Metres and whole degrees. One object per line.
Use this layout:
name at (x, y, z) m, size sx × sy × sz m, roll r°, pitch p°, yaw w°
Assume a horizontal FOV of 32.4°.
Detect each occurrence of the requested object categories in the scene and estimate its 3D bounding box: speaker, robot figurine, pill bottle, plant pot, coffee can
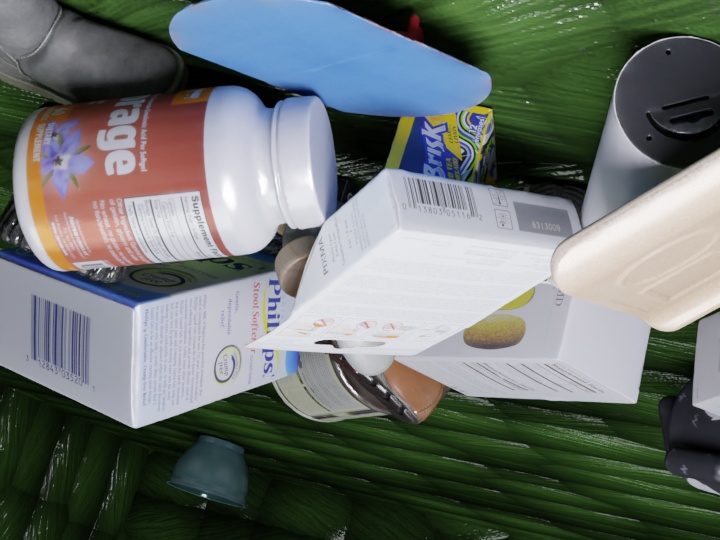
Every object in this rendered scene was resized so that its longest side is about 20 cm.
speaker at (0.182, -0.060, 0.754) m, size 0.080 × 0.082 × 0.200 m, roll 14°, pitch 164°, yaw 9°
robot figurine at (0.376, 0.158, 1.185) m, size 0.125 × 0.151 × 0.199 m, roll 39°, pitch 165°, yaw -25°
pill bottle at (-0.120, -0.063, 0.828) m, size 0.197 × 0.114 × 0.112 m, roll -5°, pitch 160°, yaw 10°
plant pot at (-0.355, 0.479, 3.001) m, size 0.198 × 0.136 × 0.201 m, roll 15°, pitch 163°, yaw 5°
coffee can at (0.000, 0.080, 1.288) m, size 0.145 × 0.148 × 0.200 m, roll 22°, pitch 163°, yaw -19°

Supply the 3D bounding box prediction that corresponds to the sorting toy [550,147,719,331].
sorting toy at (0.214, -0.032, 0.702) m, size 0.184 × 0.037 × 0.199 m, roll -32°, pitch 156°, yaw 21°

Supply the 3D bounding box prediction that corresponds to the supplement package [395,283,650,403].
supplement package at (0.142, 0.043, 1.080) m, size 0.109 × 0.115 × 0.199 m, roll 27°, pitch 160°, yaw -36°

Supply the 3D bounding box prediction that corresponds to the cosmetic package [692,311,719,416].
cosmetic package at (0.389, 0.098, 1.035) m, size 0.198 × 0.086 × 0.107 m, roll 22°, pitch 152°, yaw -20°

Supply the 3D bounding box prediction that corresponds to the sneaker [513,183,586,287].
sneaker at (0.190, -0.008, 0.934) m, size 0.198 × 0.078 × 0.085 m, roll 15°, pitch 170°, yaw 4°

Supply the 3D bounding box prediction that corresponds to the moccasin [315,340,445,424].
moccasin at (0.006, 0.053, 1.143) m, size 0.201 × 0.078 × 0.074 m, roll 42°, pitch 161°, yaw -13°

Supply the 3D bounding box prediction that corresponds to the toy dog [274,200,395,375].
toy dog at (0.000, 0.000, 0.971) m, size 0.095 × 0.133 × 0.200 m, roll -21°, pitch 158°, yaw 9°

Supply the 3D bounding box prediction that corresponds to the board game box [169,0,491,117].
board game box at (-0.014, -0.144, 0.753) m, size 0.198 × 0.039 × 0.157 m, roll 16°, pitch 170°, yaw -35°

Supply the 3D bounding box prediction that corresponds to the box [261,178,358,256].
box at (-0.077, -0.042, 1.142) m, size 0.198 × 0.047 × 0.159 m, roll 9°, pitch 162°, yaw 25°

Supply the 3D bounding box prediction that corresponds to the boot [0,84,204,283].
boot at (-0.157, -0.061, 0.944) m, size 0.209 × 0.160 × 0.079 m, roll 17°, pitch 176°, yaw 5°

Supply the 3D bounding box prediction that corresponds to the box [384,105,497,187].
box at (0.064, -0.052, 0.922) m, size 0.064 × 0.071 × 0.200 m, roll 14°, pitch 163°, yaw 13°

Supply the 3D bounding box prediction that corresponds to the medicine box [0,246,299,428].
medicine box at (-0.178, 0.037, 1.055) m, size 0.181 × 0.104 × 0.199 m, roll 16°, pitch -160°, yaw 35°

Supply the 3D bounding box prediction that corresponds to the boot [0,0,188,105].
boot at (-0.224, -0.182, 0.817) m, size 0.180 × 0.073 × 0.200 m, roll 10°, pitch 156°, yaw 16°

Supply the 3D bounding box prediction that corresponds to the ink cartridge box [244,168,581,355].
ink cartridge box at (0.030, 0.003, 0.854) m, size 0.159 × 0.048 × 0.200 m, roll 5°, pitch 154°, yaw -35°

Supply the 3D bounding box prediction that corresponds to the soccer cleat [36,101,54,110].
soccer cleat at (-0.184, -0.097, 1.055) m, size 0.199 × 0.081 × 0.068 m, roll 34°, pitch -156°, yaw 2°
